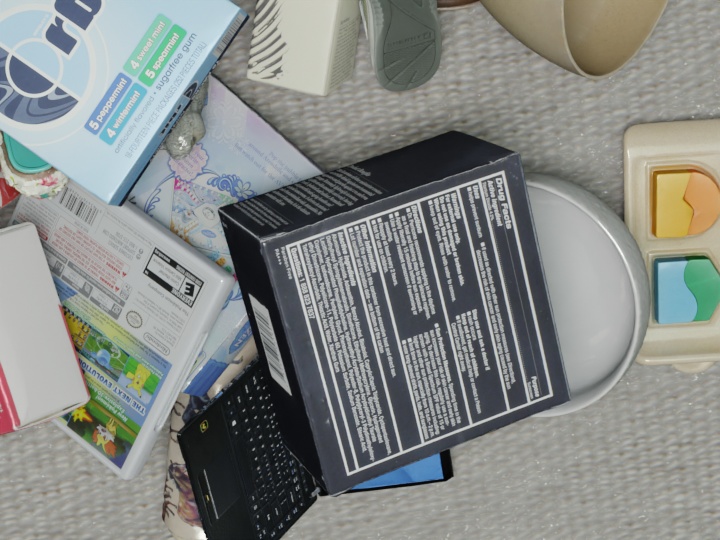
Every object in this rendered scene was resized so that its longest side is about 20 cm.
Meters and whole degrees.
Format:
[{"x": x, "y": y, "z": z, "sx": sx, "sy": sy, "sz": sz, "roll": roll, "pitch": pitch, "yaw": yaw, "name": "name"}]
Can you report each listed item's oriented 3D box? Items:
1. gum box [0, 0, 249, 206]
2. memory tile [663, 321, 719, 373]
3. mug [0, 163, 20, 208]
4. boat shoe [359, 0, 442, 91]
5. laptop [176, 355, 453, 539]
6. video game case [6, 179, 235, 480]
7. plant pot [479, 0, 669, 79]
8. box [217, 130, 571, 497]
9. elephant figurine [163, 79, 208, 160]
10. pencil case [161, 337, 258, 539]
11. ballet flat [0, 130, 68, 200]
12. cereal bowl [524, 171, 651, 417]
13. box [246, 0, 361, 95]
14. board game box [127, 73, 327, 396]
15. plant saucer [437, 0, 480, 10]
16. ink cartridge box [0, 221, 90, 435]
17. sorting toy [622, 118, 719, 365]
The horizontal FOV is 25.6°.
[{"x": -0.210, "y": -0.172, "z": 1.139, "sx": 0.200, "sy": 0.045, "sz": 0.170, "roll": 35, "pitch": 93, "yaw": 4, "name": "gum box"}, {"x": 0.324, "y": -0.015, "z": 1.330, "sx": 0.153, "sy": 0.017, "sz": 0.200, "roll": -3, "pitch": 100, "yaw": -2, "name": "memory tile"}, {"x": -0.340, "y": -0.131, "z": 1.225, "sx": 0.177, "sy": 0.133, "sz": 0.200, "roll": -26, "pitch": 103, "yaw": 3, "name": "mug"}, {"x": 0.028, "y": -0.230, "z": 1.199, "sx": 0.074, "sy": 0.065, "sz": 0.202, "roll": -16, "pitch": 137, "yaw": -11, "name": "boat shoe"}, {"x": -0.030, "y": 0.149, "z": 1.261, "sx": 0.103, "sy": 0.200, "sz": 0.177, "roll": 16, "pitch": 132, "yaw": 33, "name": "laptop"}, {"x": -0.210, "y": 0.032, "z": 1.228, "sx": 0.200, "sy": 0.022, "sz": 0.182, "roll": 34, "pitch": 106, "yaw": 23, "name": "video game case"}, {"x": 0.145, "y": -0.256, "z": 1.182, "sx": 0.134, "sy": 0.200, "sz": 0.201, "roll": 22, "pitch": 99, "yaw": 29, "name": "plant pot"}, {"x": 0.026, "y": 0.026, "z": 1.155, "sx": 0.198, "sy": 0.123, "sz": 0.200, "roll": -19, "pitch": 109, "yaw": -15, "name": "box"}, {"x": -0.166, "y": -0.208, "z": 1.211, "sx": 0.141, "sy": 0.155, "sz": 0.200, "roll": 28, "pitch": 88, "yaw": -29, "name": "elephant figurine"}, {"x": -0.114, "y": 0.120, "z": 1.301, "sx": 0.078, "sy": 0.089, "sz": 0.200, "roll": 10, "pitch": 99, "yaw": 28, "name": "pencil case"}, {"x": -0.253, "y": -0.143, "z": 1.219, "sx": 0.076, "sy": 0.064, "sz": 0.200, "roll": -2, "pitch": 68, "yaw": -3, "name": "ballet flat"}, {"x": 0.142, "y": 0.012, "z": 1.274, "sx": 0.200, "sy": 0.083, "sz": 0.200, "roll": 10, "pitch": 112, "yaw": 26, "name": "cereal bowl"}, {"x": -0.033, "y": -0.242, "z": 1.216, "sx": 0.068, "sy": 0.082, "sz": 0.200, "roll": 14, "pitch": 111, "yaw": 12, "name": "box"}, {"x": -0.135, "y": -0.040, "z": 1.247, "sx": 0.200, "sy": 0.043, "sz": 0.199, "roll": 42, "pitch": 97, "yaw": 21, "name": "board game box"}, {"x": 0.063, "y": -0.309, "z": 1.263, "sx": 0.200, "sy": 0.032, "sz": 0.200, "roll": 0, "pitch": 99, "yaw": -2, "name": "plant saucer"}, {"x": -0.319, "y": 0.059, "z": 1.221, "sx": 0.200, "sy": 0.086, "sz": 0.148, "roll": -16, "pitch": 95, "yaw": 37, "name": "ink cartridge box"}, {"x": 0.310, "y": -0.024, "z": 1.301, "sx": 0.185, "sy": 0.036, "sz": 0.200, "roll": -3, "pitch": 99, "yaw": -2, "name": "sorting toy"}]
